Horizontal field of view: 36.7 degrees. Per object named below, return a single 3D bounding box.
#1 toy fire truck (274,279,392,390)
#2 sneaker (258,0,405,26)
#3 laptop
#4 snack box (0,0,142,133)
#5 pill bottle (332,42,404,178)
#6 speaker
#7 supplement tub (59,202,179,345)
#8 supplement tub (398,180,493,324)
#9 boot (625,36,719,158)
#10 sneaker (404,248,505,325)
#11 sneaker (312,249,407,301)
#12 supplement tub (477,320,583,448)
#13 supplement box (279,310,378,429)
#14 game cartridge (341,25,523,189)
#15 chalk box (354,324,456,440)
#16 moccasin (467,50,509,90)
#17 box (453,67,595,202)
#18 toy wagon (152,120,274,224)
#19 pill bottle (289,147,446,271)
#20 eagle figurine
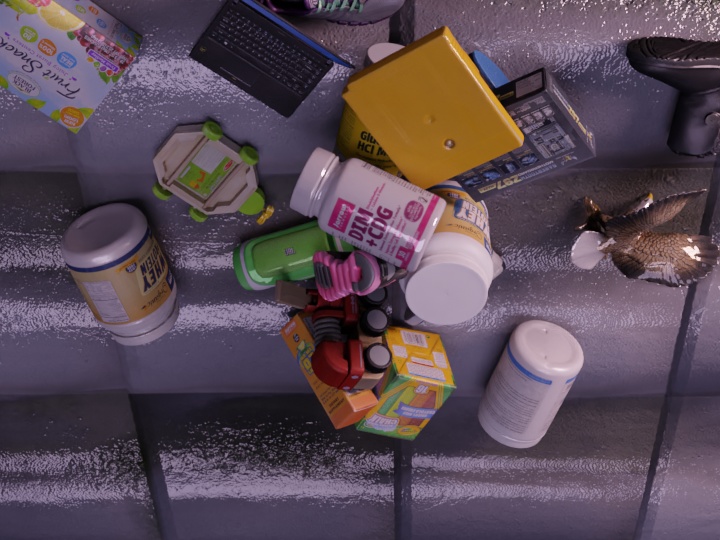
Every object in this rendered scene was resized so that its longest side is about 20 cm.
[{"bbox_3d":[-0.055,0.091,1.757,0.199,0.177,0.129,6,151,-18],"label":"toy fire truck"},{"bbox_3d":[-0.038,-0.361,1.463,0.199,0.088,0.075,0,113,3],"label":"sneaker"},{"bbox_3d":[-0.127,-0.292,1.509,0.177,0.104,0.200,31,131,-20],"label":"laptop"},{"bbox_3d":[-0.440,-0.317,1.537,0.200,0.068,0.169,35,122,-22],"label":"snack box"},{"bbox_3d":[0.029,-0.220,1.568,0.112,0.113,0.201,10,129,-6],"label":"pill bottle"},{"bbox_3d":[-0.102,-0.028,1.749,0.199,0.089,0.089,-15,127,14],"label":"speaker"},{"bbox_3d":[-0.382,0.008,1.752,0.144,0.145,0.201,-10,129,10],"label":"supplement tub"},{"bbox_3d":[0.129,-0.028,1.664,0.144,0.200,0.145,1,130,1],"label":"supplement tub"},{"bbox_3d":[0.465,-0.242,1.554,0.199,0.077,0.169,1,126,-6],"label":"boot"},{"bbox_3d":[0.157,0.036,1.799,0.071,0.073,0.200,37,122,-21],"label":"sneaker"},{"bbox_3d":[0.000,0.000,1.629,0.095,0.200,0.079,-14,99,-30],"label":"sneaker"},{"bbox_3d":[0.294,0.198,1.889,0.131,0.132,0.200,13,129,-9],"label":"supplement tub"},{"bbox_3d":[-0.055,0.163,1.837,0.069,0.200,0.067,-11,152,-46],"label":"supplement box"},{"bbox_3d":[0.096,-0.213,1.465,0.176,0.033,0.200,-22,123,30],"label":"game cartridge"},{"bbox_3d":[0.055,0.210,1.898,0.124,0.124,0.200,13,129,-26],"label":"chalk box"},{"bbox_3d":[0.198,-0.228,1.577,0.068,0.081,0.200,-25,123,26],"label":"moccasin"},{"bbox_3d":[0.210,-0.187,1.538,0.199,0.051,0.158,-21,137,30],"label":"box"},{"bbox_3d":[-0.223,-0.141,1.691,0.200,0.040,0.155,33,124,-23],"label":"toy wagon"},{"bbox_3d":[0.009,-0.088,1.523,0.199,0.113,0.114,25,128,3],"label":"pill bottle"},{"bbox_3d":[0.432,-0.061,1.662,0.151,0.200,0.152,9,94,-47],"label":"eagle figurine"}]
